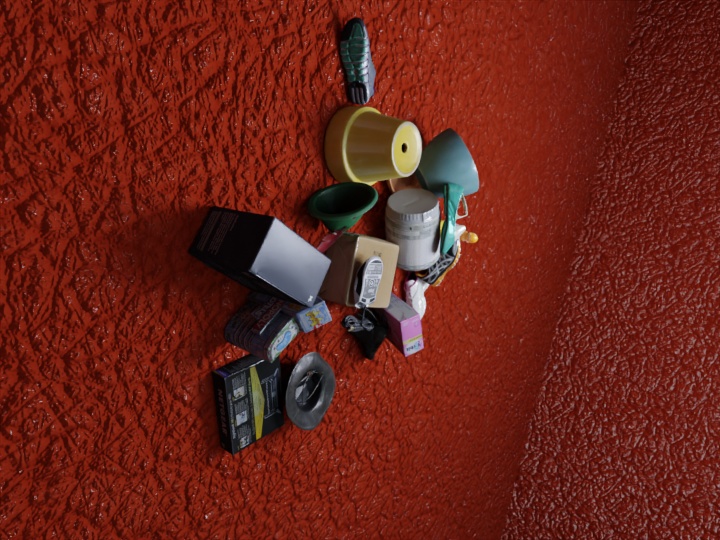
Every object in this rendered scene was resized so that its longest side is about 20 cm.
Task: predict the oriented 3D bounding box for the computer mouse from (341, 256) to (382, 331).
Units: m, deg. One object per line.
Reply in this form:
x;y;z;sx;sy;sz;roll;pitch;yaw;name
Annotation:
0.008;0.057;1.331;0.109;0.044;0.202;3;103;-47;computer mouse

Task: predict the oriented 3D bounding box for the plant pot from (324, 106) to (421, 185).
0.042;-0.308;1.311;0.200;0.188;0.203;-17;113;-48;plant pot

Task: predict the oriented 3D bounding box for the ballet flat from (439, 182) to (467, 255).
0.259;-0.140;1.451;0.067;0.070;0.202;-47;141;-83;ballet flat

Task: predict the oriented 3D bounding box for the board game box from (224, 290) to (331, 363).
-0.173;0.098;1.150;0.200;0.199;0.062;-49;135;-32;board game box

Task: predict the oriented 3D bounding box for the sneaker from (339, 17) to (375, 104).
0.000;-0.523;1.304;0.088;0.074;0.201;-51;146;-48;sneaker

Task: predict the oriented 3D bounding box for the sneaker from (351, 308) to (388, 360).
0.016;0.185;1.520;0.060;0.104;0.200;-61;177;-35;sneaker

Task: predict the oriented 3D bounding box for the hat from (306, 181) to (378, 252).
-0.042;-0.103;1.309;0.166;0.198;0.177;-73;158;-49;hat

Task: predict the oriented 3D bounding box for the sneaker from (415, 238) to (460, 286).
0.239;-0.033;1.598;0.077;0.079;0.201;18;125;-15;sneaker

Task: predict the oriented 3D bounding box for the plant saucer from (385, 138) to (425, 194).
0.130;-0.307;1.543;0.199;0.037;0.202;-19;115;-48;plant saucer

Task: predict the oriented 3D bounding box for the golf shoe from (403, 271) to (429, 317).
0.167;0.074;1.686;0.091;0.075;0.202;16;81;-41;golf shoe

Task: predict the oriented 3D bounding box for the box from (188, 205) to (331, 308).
-0.202;-0.027;1.078;0.197;0.199;0.118;39;71;-50;box

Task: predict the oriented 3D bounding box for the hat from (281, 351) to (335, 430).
-0.151;0.302;1.333;0.200;0.080;0.203;-7;98;-58;hat

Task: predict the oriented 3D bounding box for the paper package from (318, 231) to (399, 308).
0.000;0.000;1.417;0.199;0.103;0.192;6;95;-51;paper package

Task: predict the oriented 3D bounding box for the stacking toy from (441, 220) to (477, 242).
0.273;-0.113;1.641;0.110;0.199;0.116;-63;142;-25;stacking toy

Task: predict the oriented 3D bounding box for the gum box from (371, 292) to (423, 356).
0.098;0.144;1.515;0.066;0.200;0.114;-20;119;-19;gum box

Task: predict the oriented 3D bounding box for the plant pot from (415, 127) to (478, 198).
0.236;-0.291;1.526;0.134;0.201;0.201;-26;128;-1;plant pot

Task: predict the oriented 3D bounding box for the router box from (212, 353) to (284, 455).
-0.257;0.301;1.224;0.157;0.052;0.202;-20;116;-46;router box

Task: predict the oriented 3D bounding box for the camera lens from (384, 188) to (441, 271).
0.151;-0.112;1.508;0.160;0.159;0.201;-40;139;-37;camera lens
